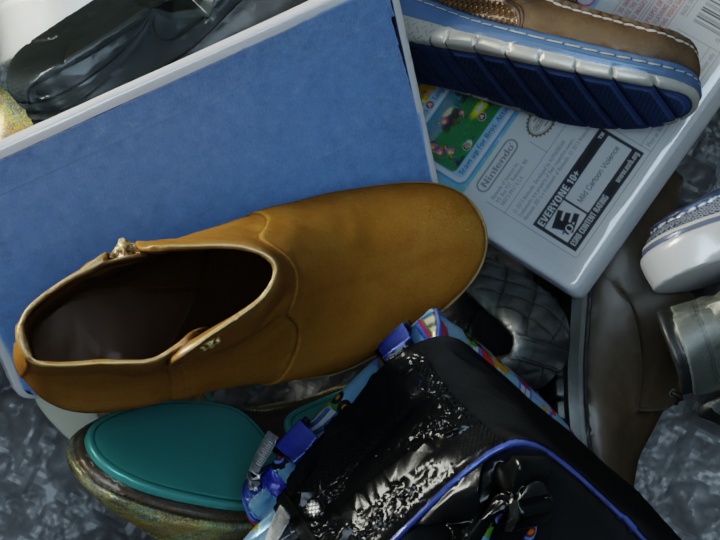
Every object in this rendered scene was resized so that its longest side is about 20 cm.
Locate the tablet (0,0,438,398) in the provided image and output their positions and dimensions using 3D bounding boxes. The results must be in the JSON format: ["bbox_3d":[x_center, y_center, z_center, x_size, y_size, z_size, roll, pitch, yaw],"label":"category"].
[{"bbox_3d":[-0.065,-0.033,0.930,0.200,0.130,0.014,-25,45,-11],"label":"tablet"}]

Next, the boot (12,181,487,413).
[{"bbox_3d":[-0.033,0.008,0.876,0.201,0.144,0.071,-20,85,-10],"label":"boot"}]

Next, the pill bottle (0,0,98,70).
[{"bbox_3d":[-0.127,-0.190,1.002,0.113,0.113,0.200,-7,87,-3],"label":"pill bottle"}]

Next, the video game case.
[{"bbox_3d":[0.080,-0.115,1.017,0.182,0.024,0.200,34,86,24],"label":"video game case"}]

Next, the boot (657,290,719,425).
[{"bbox_3d":[0.214,0.030,1.001,0.131,0.200,0.068,-32,53,21],"label":"boot"}]

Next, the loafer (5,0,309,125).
[{"bbox_3d":[-0.044,-0.102,0.946,0.200,0.073,0.072,-31,114,-5],"label":"loafer"}]

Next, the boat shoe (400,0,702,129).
[{"bbox_3d":[0.054,-0.114,0.973,0.200,0.072,0.072,15,77,22],"label":"boat shoe"}]

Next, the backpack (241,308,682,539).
[{"bbox_3d":[0.018,0.142,0.897,0.200,0.135,0.183,-46,130,6],"label":"backpack"}]

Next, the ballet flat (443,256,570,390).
[{"bbox_3d":[0.000,0.000,0.998,0.200,0.057,0.066,18,86,25],"label":"ballet flat"}]

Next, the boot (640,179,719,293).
[{"bbox_3d":[0.189,-0.058,1.011,0.200,0.073,0.090,-20,80,-32],"label":"boot"}]

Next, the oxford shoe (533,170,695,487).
[{"bbox_3d":[0.120,0.046,1.018,0.084,0.073,0.200,1,86,-4],"label":"oxford shoe"}]

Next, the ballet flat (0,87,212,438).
[{"bbox_3d":[-0.130,0.013,0.994,0.071,0.071,0.200,-31,95,-4],"label":"ballet flat"}]

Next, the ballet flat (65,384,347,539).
[{"bbox_3d":[-0.044,0.089,0.970,0.200,0.071,0.071,-7,86,-43],"label":"ballet flat"}]
